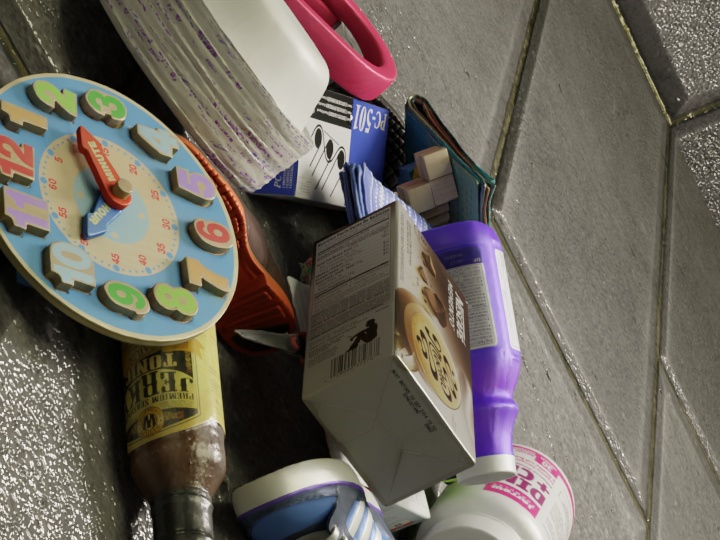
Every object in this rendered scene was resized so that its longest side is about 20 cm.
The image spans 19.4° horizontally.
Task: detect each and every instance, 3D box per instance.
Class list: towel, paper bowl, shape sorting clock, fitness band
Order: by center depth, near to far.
[{"bbox_3d":[-0.158,-0.042,1.329,0.199,0.039,0.201,25,44,-26],"label":"shape sorting clock"},{"bbox_3d":[-0.099,-0.165,1.529,0.201,0.104,0.201,53,5,-7],"label":"paper bowl"},{"bbox_3d":[0.046,0.004,1.738,0.200,0.024,0.146,35,39,-55],"label":"towel"},{"bbox_3d":[-0.047,-0.225,1.789,0.200,0.037,0.144,41,19,-24],"label":"fitness band"},{"bbox_3d":[0.080,-0.042,1.883,0.147,0.022,0.201,53,-24,42],"label":"towel"}]

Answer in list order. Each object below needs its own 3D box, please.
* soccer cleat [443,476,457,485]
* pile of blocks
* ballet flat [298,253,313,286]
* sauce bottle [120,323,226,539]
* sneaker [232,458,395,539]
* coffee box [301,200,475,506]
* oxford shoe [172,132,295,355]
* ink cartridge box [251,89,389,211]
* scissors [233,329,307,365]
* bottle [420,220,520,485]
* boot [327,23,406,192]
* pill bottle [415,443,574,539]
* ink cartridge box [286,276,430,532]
[{"bbox_3d":[0.050,0.107,1.734,0.081,0.067,0.200,61,-2,-28],"label":"soccer cleat"},{"bbox_3d":[0.037,-0.041,1.873,0.082,0.062,0.201,57,-22,32],"label":"pile of blocks"},{"bbox_3d":[0.000,0.000,1.772,0.064,0.076,0.200,36,8,12],"label":"ballet flat"},{"bbox_3d":[-0.116,0.099,1.327,0.065,0.064,0.201,46,27,-49],"label":"sauce bottle"},{"bbox_3d":[-0.013,0.218,1.454,0.200,0.080,0.147,39,29,-66],"label":"sneaker"},{"bbox_3d":[0.021,0.056,1.522,0.113,0.080,0.200,54,20,-27],"label":"coffee box"},{"bbox_3d":[-0.108,-0.029,1.503,0.073,0.071,0.201,-101,169,-50],"label":"oxford shoe"},{"bbox_3d":[-0.033,-0.102,1.770,0.200,0.044,0.095,8,87,-70],"label":"ink cartridge box"},{"bbox_3d":[-0.046,0.049,1.500,0.200,0.014,0.074,37,37,-54],"label":"scissors"},{"bbox_3d":[0.083,0.065,1.646,0.065,0.083,0.201,23,54,-62],"label":"bottle"},{"bbox_3d":[-0.005,-0.179,1.944,0.200,0.070,0.132,57,20,-27],"label":"boot"},{"bbox_3d":[0.107,0.223,1.736,0.114,0.113,0.200,66,18,-6],"label":"pill bottle"},{"bbox_3d":[-0.016,0.108,1.618,0.200,0.050,0.163,32,40,-61],"label":"ink cartridge box"}]
